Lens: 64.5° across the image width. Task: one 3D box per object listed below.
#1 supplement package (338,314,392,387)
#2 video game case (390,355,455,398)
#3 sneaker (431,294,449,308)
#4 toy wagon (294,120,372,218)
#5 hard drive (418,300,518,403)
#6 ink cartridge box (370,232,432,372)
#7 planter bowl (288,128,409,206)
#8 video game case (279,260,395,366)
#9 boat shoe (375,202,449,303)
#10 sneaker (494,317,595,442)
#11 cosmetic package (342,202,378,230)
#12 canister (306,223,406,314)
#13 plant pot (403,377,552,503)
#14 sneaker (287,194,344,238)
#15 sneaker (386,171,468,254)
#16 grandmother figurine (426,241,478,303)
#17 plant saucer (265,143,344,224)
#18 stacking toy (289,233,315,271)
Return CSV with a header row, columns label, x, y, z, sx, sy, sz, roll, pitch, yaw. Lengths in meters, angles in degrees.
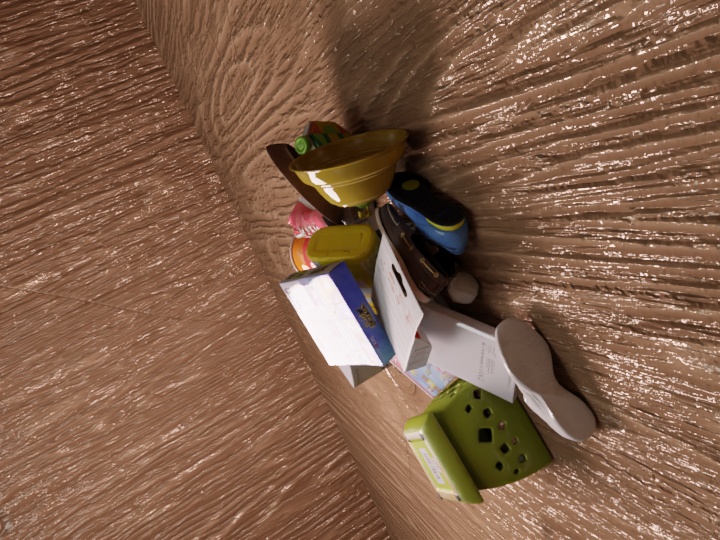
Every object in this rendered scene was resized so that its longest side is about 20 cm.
label,x,y,z,sx,sy,sz,roll,pitch,yaw
supplement package,0.034,0.141,1.260,0.117,0.199,0.118,49,160,36
video game case,0.126,0.152,1.077,0.143,0.017,0.201,40,142,9
sneaker,0.151,0.112,1.088,0.201,0.070,0.073,54,162,27
toy wagon,-0.028,-0.188,1.048,0.040,0.155,0.201,-41,75,37
hard drive,0.178,0.133,0.971,0.199,0.027,0.133,22,135,30
ink cartridge box,0.072,0.053,0.941,0.201,0.047,0.161,99,152,-55
planter bowl,-0.010,-0.157,0.921,0.200,0.199,0.084,32,142,60
video game case,-0.045,0.086,1.068,0.181,0.045,0.201,-10,114,54
boat shoe,0.085,-0.042,0.957,0.072,0.059,0.201,24,-145,-49
sneaker,0.259,0.167,0.856,0.201,0.075,0.089,58,167,10
cosmetic package,-0.045,-0.150,1.263,0.200,0.081,0.114,39,152,55
canister,0.000,0.000,1.112,0.147,0.087,0.200,-2,147,27
plant pot,0.201,0.317,1.071,0.201,0.180,0.199,58,162,10
sneaker,-0.095,-0.093,1.178,0.074,0.087,0.200,40,180,-31
sneaker,0.102,-0.093,0.933,0.200,0.066,0.079,46,161,43
grandmother figurine,0.130,-0.011,0.995,0.200,0.060,0.122,44,141,42
plant saucer,-0.096,-0.171,1.077,0.200,0.034,0.200,45,-169,-11
stacking toy,-0.067,-0.042,1.293,0.200,0.145,0.147,7,123,66
